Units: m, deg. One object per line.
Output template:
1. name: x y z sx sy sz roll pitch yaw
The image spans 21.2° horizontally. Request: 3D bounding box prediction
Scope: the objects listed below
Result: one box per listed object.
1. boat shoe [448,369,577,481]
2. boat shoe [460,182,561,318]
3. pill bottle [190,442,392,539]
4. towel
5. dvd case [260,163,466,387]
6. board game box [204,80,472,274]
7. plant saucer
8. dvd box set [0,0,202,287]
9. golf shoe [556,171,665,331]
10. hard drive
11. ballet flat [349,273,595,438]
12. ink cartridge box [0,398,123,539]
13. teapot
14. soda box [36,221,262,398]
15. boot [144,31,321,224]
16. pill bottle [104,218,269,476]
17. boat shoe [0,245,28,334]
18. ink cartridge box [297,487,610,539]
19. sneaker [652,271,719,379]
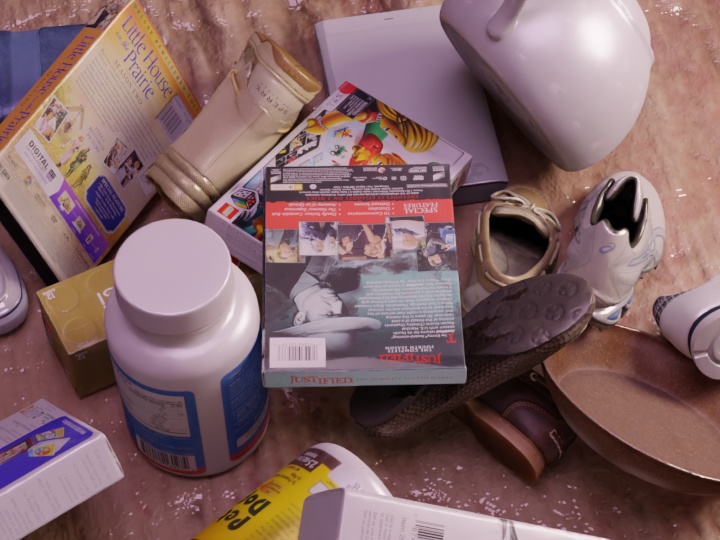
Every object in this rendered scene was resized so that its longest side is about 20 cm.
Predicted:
1. boat shoe: 0.080 0.073 1.451 0.200 0.070 0.070 40 71 15
2. boat shoe: 0.120 -0.019 1.485 0.073 0.063 0.201 24 34 5
3. pill bottle: -0.068 0.216 1.327 0.200 0.109 0.109 -36 62 -23
4. towel: -0.271 -0.159 1.630 0.199 0.049 0.112 -5 55 -2
5. dvd case: 0.000 0.000 1.400 0.145 0.022 0.201 -1 48 -2
6. board game box: -0.015 -0.058 1.502 0.126 0.035 0.200 31 49 13
7. plant saucer: 0.215 0.106 1.401 0.200 0.037 0.201 20 25 -10
8. dvd box set: -0.213 -0.100 1.523 0.029 0.147 0.200 14 57 38
9. golf shoe: 0.207 -0.039 1.490 0.078 0.098 0.200 22 35 4
10. hard drive: 0.041 -0.138 1.626 0.131 0.026 0.201 -8 55 -5
11. ballet flat: 0.084 0.066 1.382 0.200 0.046 0.068 -31 42 13
12. ink cartridge box: -0.280 0.162 1.333 0.199 0.198 0.044 -27 103 -17
13. teapot: 0.167 -0.189 1.544 0.146 0.198 0.200 -40 20 2
14. soda box: -0.145 0.020 1.493 0.199 0.064 0.068 -24 58 -15
15. boot: -0.105 -0.113 1.557 0.073 0.200 0.156 41 92 -12
16. pill bottle: -0.125 0.054 1.385 0.112 0.200 0.113 0 54 0
17. boat shoe: -0.339 -0.029 1.527 0.073 0.067 0.200 -38 63 -23
18. ink cartridge box: 0.057 0.234 1.266 0.199 0.084 0.147 14 75 -18
19. sneaker: 0.326 0.020 1.489 0.199 0.077 0.080 -12 25 -19
